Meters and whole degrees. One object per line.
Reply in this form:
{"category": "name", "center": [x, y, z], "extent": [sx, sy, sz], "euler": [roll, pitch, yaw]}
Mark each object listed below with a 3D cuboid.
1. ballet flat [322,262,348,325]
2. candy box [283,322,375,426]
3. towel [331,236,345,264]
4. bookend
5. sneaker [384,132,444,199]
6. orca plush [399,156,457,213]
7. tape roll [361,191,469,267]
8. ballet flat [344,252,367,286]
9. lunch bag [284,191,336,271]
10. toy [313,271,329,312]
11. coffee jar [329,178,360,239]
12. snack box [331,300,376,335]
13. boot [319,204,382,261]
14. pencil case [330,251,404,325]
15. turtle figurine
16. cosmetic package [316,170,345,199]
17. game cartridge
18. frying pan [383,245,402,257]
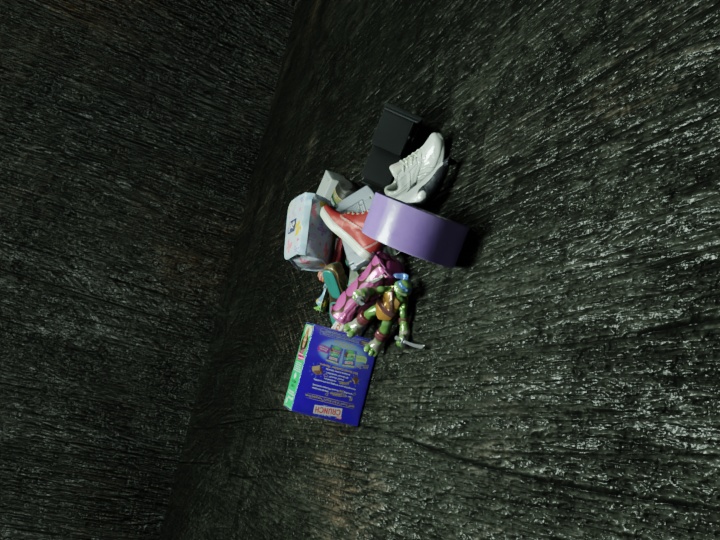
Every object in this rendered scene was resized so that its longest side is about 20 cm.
{"category": "ballet flat", "center": [-0.050, 0.065, 1.743], "extent": [0.067, 0.202, 0.072], "euler": [6, 32, 34]}
{"category": "candy box", "center": [-0.067, 0.239, 1.549], "extent": [0.077, 0.168, 0.202], "euler": [173, 113, -71]}
{"category": "towel", "center": [-0.055, -0.030, 1.840], "extent": [0.200, 0.022, 0.146], "euler": [47, -122, -85]}
{"category": "bookend", "center": [0.071, -0.288, 1.626], "extent": [0.200, 0.091, 0.200], "euler": [-54, -13, -81]}
{"category": "sneaker", "center": [0.121, -0.235, 1.548], "extent": [0.201, 0.099, 0.078], "euler": [-61, 24, 28]}
{"category": "orca plush", "center": [0.148, -0.161, 1.482], "extent": [0.200, 0.071, 0.105], "euler": [-48, 16, 11]}
{"category": "tape roll", "center": [0.107, -0.081, 1.321], "extent": [0.086, 0.198, 0.200], "euler": [-69, 21, 7]}
{"category": "ballet flat", "center": [0.000, 0.000, 1.738], "extent": [0.063, 0.067, 0.201], "euler": [-32, 30, 16]}
{"category": "lunch bag", "center": [-0.133, -0.099, 1.763], "extent": [0.200, 0.126, 0.172], "euler": [62, -148, -78]}
{"category": "toy", "center": [-0.098, 0.018, 1.917], "extent": [0.115, 0.047, 0.202], "euler": [14, -90, -87]}
{"category": "coffee jar", "center": [-0.061, -0.164, 1.971], "extent": [0.201, 0.085, 0.105], "euler": [-63, 23, 23]}
{"category": "snack box", "center": [-0.009, 0.111, 1.654], "extent": [0.072, 0.024, 0.201], "euler": [46, 126, 20]}
{"category": "boot", "center": [-0.001, -0.136, 1.639], "extent": [0.200, 0.072, 0.145], "euler": [41, 105, 29]}
{"category": "pencil case", "center": [0.011, 0.048, 1.543], "extent": [0.200, 0.090, 0.094], "euler": [-51, 15, 26]}
{"category": "turtle figurine", "center": [0.034, 0.111, 1.437], "extent": [0.194, 0.143, 0.201], "euler": [125, 157, -43]}
{"category": "cosmetic package", "center": [-0.110, -0.209, 2.149], "extent": [0.201, 0.073, 0.102], "euler": [-66, 22, 18]}
{"category": "game cartridge", "center": [0.011, -0.111, 1.696], "extent": [0.132, 0.041, 0.202], "euler": [-30, 58, 24]}
{"category": "frying pan", "center": [0.114, -0.113, 1.565], "extent": [0.191, 0.031, 0.115], "euler": [-58, 25, 9]}
